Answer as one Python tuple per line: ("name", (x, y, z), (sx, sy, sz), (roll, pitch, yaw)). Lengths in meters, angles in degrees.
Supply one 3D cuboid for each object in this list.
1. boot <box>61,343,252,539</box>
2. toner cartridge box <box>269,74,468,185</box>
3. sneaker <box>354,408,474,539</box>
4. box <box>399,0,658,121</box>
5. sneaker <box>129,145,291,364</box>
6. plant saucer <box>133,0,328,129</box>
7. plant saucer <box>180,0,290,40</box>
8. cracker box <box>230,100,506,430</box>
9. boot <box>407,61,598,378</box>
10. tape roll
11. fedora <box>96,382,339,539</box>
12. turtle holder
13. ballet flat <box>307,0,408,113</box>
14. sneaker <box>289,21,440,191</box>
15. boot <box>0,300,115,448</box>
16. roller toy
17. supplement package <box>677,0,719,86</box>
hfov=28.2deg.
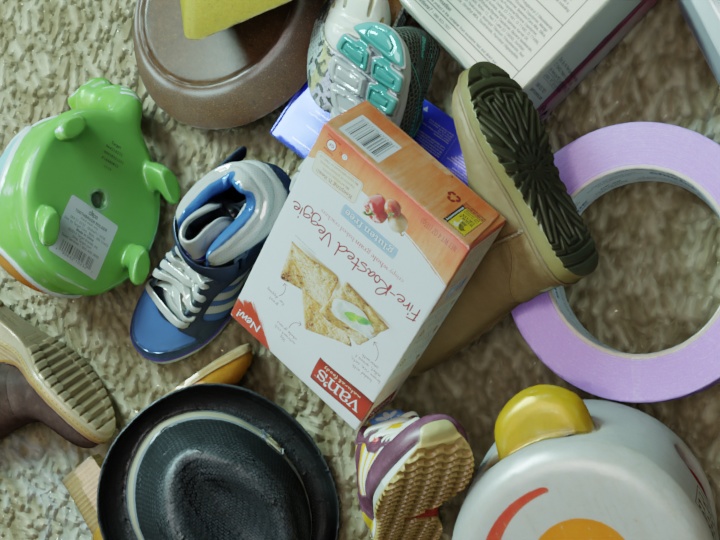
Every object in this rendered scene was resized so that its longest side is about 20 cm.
("boot", (-0.128, 0.170, 1.154), (0.201, 0.071, 0.144), (-39, 87, 4))
("toner cartridge box", (0.034, -0.089, 1.127), (0.199, 0.043, 0.095), (37, 98, 17))
("sneaker", (0.028, 0.134, 1.035), (0.074, 0.201, 0.091), (-10, 62, -15))
("box", (0.145, -0.225, 1.067), (0.200, 0.109, 0.128), (-45, 74, 9))
("sneaker", (-0.132, -0.008, 1.118), (0.200, 0.146, 0.081), (-44, 75, 10))
("plant saucer", (-0.110, -0.216, 1.166), (0.198, 0.034, 0.202), (-8, 72, 26))
("plant saucer", (-0.065, -0.291, 1.113), (0.198, 0.049, 0.201), (-22, 48, 10))
("cracker box", (0.000, 0.000, 1.024), (0.134, 0.058, 0.201), (41, 131, 14))
("boot", (0.058, -0.030, 1.042), (0.199, 0.066, 0.177), (-30, 80, 44))
("tape roll", (0.207, -0.004, 1.053), (0.198, 0.066, 0.202), (-2, 85, 18))
("fedora", (-0.102, 0.188, 1.080), (0.198, 0.092, 0.203), (-1, 93, -13))
("turtle holder", (-0.241, -0.071, 1.164), (0.131, 0.140, 0.188), (-6, 86, 44))
("ballet flat", (0.009, -0.218, 1.103), (0.071, 0.072, 0.202), (19, 73, 18))
("sneaker", (0.011, -0.094, 1.072), (0.077, 0.091, 0.201), (35, 124, 20))
("boot", (-0.312, 0.126, 1.220), (0.200, 0.072, 0.167), (39, 110, 15))
("roller toy", (0.158, 0.190, 0.995), (0.181, 0.140, 0.202), (23, 105, 9))
("supplement package", (0.344, -0.165, 0.979), (0.199, 0.147, 0.193), (-28, 78, 13))
